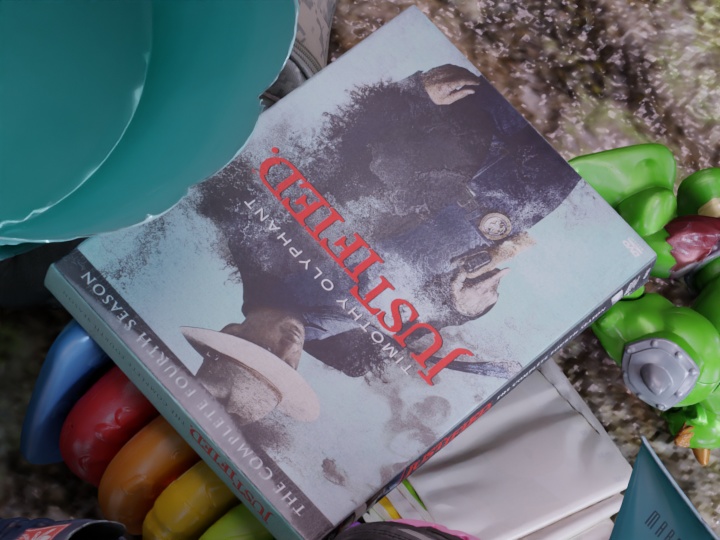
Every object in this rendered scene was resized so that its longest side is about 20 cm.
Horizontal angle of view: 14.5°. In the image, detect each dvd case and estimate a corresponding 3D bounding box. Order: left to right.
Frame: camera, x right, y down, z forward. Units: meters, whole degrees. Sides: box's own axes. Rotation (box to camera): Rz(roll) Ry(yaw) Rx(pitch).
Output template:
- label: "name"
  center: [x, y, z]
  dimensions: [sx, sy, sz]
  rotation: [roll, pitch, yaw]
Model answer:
- label: "dvd case"
  center: [0.000, 0.000, 1.079]
  dimensions: [0.200, 0.022, 0.146]
  rotation: [-37, 78, -29]

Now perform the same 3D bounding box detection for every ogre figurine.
- label: "ogre figurine"
  center: [0.146, 0.010, 1.183]
  dimensions: [0.200, 0.098, 0.120]
  rotation: [28, 31, -51]

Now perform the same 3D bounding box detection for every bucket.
- label: "bucket"
  center: [-0.135, -0.100, 1.018]
  dimensions: [0.206, 0.135, 0.208]
  rotation: [1, 86, -21]

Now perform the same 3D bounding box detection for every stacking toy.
- label: "stacking toy"
  center: [-0.035, 0.100, 1.083]
  dimensions: [0.116, 0.110, 0.200]
  rotation: [-23, 66, -27]

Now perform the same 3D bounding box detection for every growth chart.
- label: "growth chart"
  center: [0.034, 0.066, 1.171]
  dimensions: [0.144, 0.018, 0.200]
  rotation: [-14, 51, -21]

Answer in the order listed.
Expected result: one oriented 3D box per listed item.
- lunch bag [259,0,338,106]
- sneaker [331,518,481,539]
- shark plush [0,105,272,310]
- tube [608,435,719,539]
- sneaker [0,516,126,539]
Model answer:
- label: "lunch bag"
  center: [-0.084, -0.153, 1.280]
  dimensions: [0.167, 0.139, 0.200]
  rotation: [21, 46, -13]
- label: "sneaker"
  center: [0.026, 0.156, 0.953]
  dimensions: [0.095, 0.079, 0.200]
  rotation: [5, 33, -38]
- label: "shark plush"
  center: [-0.092, -0.005, 1.175]
  dimensions: [0.199, 0.091, 0.084]
  rotation: [-8, 65, -19]
- label: "tube"
  center: [0.095, 0.147, 0.980]
  dimensions: [0.050, 0.200, 0.077]
  rotation: [-22, 57, -32]
- label: "sneaker"
  center: [-0.131, 0.114, 1.051]
  dimensions: [0.199, 0.085, 0.075]
  rotation: [23, 48, 12]
